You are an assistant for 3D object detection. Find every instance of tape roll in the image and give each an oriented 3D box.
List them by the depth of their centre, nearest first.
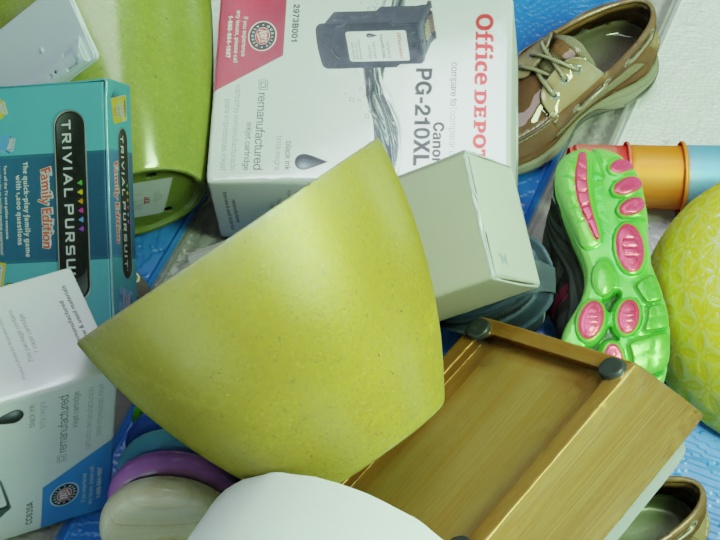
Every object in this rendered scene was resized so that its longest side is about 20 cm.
[{"bbox_3d":[-0.014,0.205,1.299,0.201,0.203,0.071,24,50,13],"label":"tape roll"}]

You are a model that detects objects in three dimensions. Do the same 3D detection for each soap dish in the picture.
[{"bbox_3d":[0.075,0.119,1.387,0.157,0.081,0.200,17,55,45],"label":"soap dish"}]

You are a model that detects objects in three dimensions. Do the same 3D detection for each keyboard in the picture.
[{"bbox_3d":[-0.244,-0.112,1.553,0.011,0.200,0.057,0,63,-53],"label":"keyboard"}]

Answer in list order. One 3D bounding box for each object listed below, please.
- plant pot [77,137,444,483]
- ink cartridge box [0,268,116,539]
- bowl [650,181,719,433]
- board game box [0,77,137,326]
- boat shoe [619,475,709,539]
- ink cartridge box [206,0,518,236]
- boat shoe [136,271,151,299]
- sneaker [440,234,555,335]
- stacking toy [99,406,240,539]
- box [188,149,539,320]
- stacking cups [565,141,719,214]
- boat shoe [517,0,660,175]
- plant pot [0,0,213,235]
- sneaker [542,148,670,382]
[{"bbox_3d":[-0.035,0.042,1.323,0.200,0.200,0.142,-35,93,-31],"label":"plant pot"},{"bbox_3d":[-0.248,0.096,1.394,0.199,0.147,0.086,-18,56,-21],"label":"ink cartridge box"},{"bbox_3d":[0.286,0.008,1.539,0.199,0.108,0.201,2,63,-4],"label":"bowl"},{"bbox_3d":[-0.239,-0.035,1.483,0.199,0.047,0.152,-2,88,13],"label":"board game box"},{"bbox_3d":[0.119,0.167,1.430,0.199,0.074,0.076,-19,54,-22],"label":"boat shoe"},{"bbox_3d":[0.005,-0.102,1.601,0.198,0.084,0.146,0,64,4],"label":"ink cartridge box"},{"bbox_3d":[-0.224,-0.018,1.547,0.201,0.072,0.060,35,52,13],"label":"boat shoe"},{"bbox_3d":[0.027,0.007,1.548,0.201,0.146,0.078,1,88,31],"label":"sneaker"},{"bbox_3d":[-0.104,0.089,1.469,0.085,0.086,0.201,7,44,-1],"label":"stacking toy"},{"bbox_3d":[0.000,0.000,1.438,0.199,0.068,0.083,-18,76,26],"label":"box"},{"bbox_3d":[0.240,-0.060,1.652,0.198,0.061,0.061,0,50,-5],"label":"stacking cups"},{"bbox_3d":[0.134,-0.134,1.690,0.076,0.072,0.200,39,56,24],"label":"boat shoe"},{"bbox_3d":[-0.172,-0.130,1.596,0.186,0.187,0.201,-10,67,-16],"label":"plant pot"},{"bbox_3d":[0.155,0.022,1.561,0.076,0.084,0.201,5,67,-5],"label":"sneaker"}]
